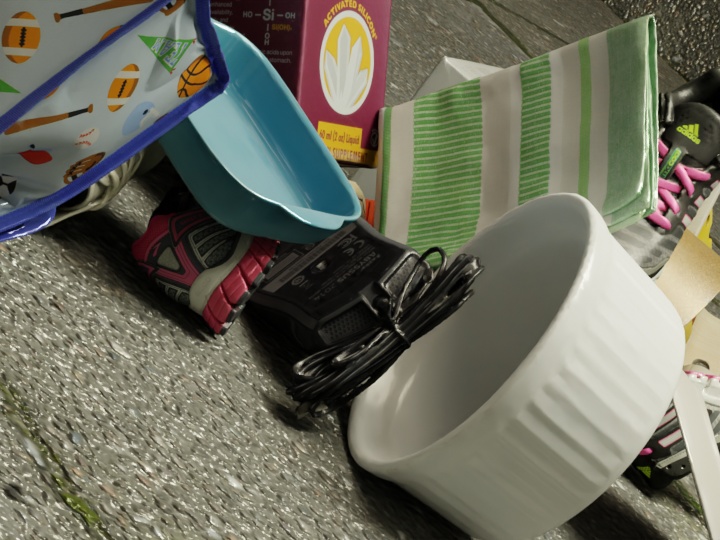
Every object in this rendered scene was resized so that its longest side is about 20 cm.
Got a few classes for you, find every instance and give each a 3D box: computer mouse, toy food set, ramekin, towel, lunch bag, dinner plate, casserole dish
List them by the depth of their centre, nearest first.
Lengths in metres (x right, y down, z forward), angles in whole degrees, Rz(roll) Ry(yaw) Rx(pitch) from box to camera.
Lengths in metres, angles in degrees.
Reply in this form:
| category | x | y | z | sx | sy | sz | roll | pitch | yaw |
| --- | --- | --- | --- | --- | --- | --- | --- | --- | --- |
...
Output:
| category | x | y | z | sx | sy | sz | roll | pitch | yaw |
| --- | --- | --- | --- | --- | --- | --- | --- | --- | --- |
| lunch bag | -0.197 | -0.116 | 1.390 | 0.170 | 0.200 | 0.124 | 44 | -17 | 28 |
| ramekin | 0.094 | 0.062 | 1.530 | 0.098 | 0.200 | 0.201 | 40 | 12 | -19 |
| casserole dish | -0.078 | -0.083 | 1.549 | 0.121 | 0.039 | 0.200 | 12 | 37 | -48 |
| computer mouse | -0.008 | 0.024 | 1.592 | 0.053 | 0.138 | 0.200 | 57 | -9 | -27 |
| towel | 0.094 | -0.069 | 1.645 | 0.023 | 0.199 | 0.153 | 40 | 42 | -43 |
| dinner plate | 0.230 | 0.144 | 1.726 | 0.200 | 0.024 | 0.201 | -17 | 90 | -83 |
| toy food set | 0.258 | 0.022 | 2.009 | 0.060 | 0.201 | 0.144 | 15 | 47 | 20 |

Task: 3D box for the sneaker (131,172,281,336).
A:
| category | x | y | z | sx | sy | sz | roll | pitch | yaw |
| --- | --- | --- | --- | --- | --- | --- | --- | --- | --- |
| sneaker | -0.087 | -0.033 | 1.602 | 0.075 | 0.081 | 0.200 | 34 | 15 | -8 |

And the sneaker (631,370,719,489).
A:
| category | x | y | z | sx | sy | sz | roll | pitch | yaw |
| --- | --- | --- | --- | --- | --- | --- | --- | --- | --- |
| sneaker | 0.203 | 0.111 | 1.896 | 0.199 | 0.088 | 0.074 | 10 | -2 | -22 |

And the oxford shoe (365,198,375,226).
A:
| category | x | y | z | sx | sy | sz | roll | pitch | yaw |
| --- | --- | --- | --- | --- | --- | --- | --- | --- | --- |
| oxford shoe | 0.047 | 0.008 | 1.866 | 0.199 | 0.073 | 0.071 | 20 | 29 | -2 |

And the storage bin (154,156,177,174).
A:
| category | x | y | z | sx | sy | sz | roll | pitch | yaw |
| --- | --- | --- | --- | --- | --- | --- | --- | --- | --- |
| storage bin | -0.159 | -0.147 | 1.758 | 0.135 | 0.094 | 0.200 | 46 | 16 | 29 |

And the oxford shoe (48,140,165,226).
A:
| category | x | y | z | sx | sy | sz | roll | pitch | yaw |
| --- | --- | --- | --- | --- | --- | --- | --- | --- | --- |
| oxford shoe | -0.158 | -0.060 | 1.523 | 0.058 | 0.075 | 0.200 | 36 | 20 | 17 |

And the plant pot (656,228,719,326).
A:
| category | x | y | z | sx | sy | sz | roll | pitch | yaw |
| --- | --- | --- | --- | --- | --- | --- | --- | --- | --- |
| plant pot | 0.113 | -0.010 | 1.753 | 0.200 | 0.186 | 0.186 | 47 | 14 | 1 |

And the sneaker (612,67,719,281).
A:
| category | x | y | z | sx | sy | sz | roll | pitch | yaw |
| --- | --- | --- | --- | --- | --- | --- | --- | --- | --- |
| sneaker | 0.191 | -0.063 | 1.658 | 0.074 | 0.088 | 0.200 | 37 | 47 | 7 |

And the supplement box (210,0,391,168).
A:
| category | x | y | z | sx | sy | sz | roll | pitch | yaw |
| --- | --- | --- | --- | --- | --- | --- | --- | --- | --- |
| supplement box | -0.041 | -0.171 | 1.710 | 0.085 | 0.201 | 0.110 | 4 | 0 | 31 |

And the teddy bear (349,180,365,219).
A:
| category | x | y | z | sx | sy | sz | roll | pitch | yaw |
| --- | --- | --- | --- | --- | --- | --- | --- | --- | --- |
| teddy bear | 0.000 | 0.000 | 1.745 | 0.145 | 0.067 | 0.200 | 34 | 15 | -27 |

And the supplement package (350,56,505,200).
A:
| category | x | y | z | sx | sy | sz | roll | pitch | yaw |
| --- | --- | --- | --- | --- | --- | --- | --- | --- | --- |
| supplement package | 0.121 | -0.044 | 2.023 | 0.191 | 0.147 | 0.200 | 42 | 14 | 16 |
